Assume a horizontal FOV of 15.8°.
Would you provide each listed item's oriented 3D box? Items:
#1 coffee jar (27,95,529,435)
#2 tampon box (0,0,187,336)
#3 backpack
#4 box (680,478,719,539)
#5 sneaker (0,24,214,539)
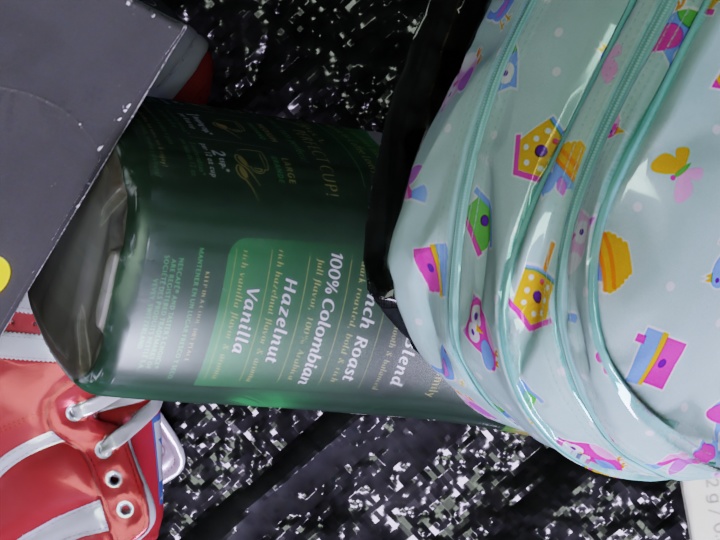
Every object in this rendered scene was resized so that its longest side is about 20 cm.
[{"bbox_3d":[0.000,0.000,0.831,0.199,0.104,0.086,6,109,-23],"label":"coffee jar"},{"bbox_3d":[-0.180,-0.087,0.781,0.150,0.200,0.127,24,102,-43],"label":"tampon box"},{"bbox_3d":[0.091,-0.041,0.742,0.167,0.126,0.201,32,83,-29],"label":"backpack"},{"bbox_3d":[0.205,0.064,0.839,0.199,0.128,0.110,-8,103,10],"label":"box"},{"bbox_3d":[-0.084,0.019,0.898,0.112,0.071,0.200,37,107,-3],"label":"sneaker"}]
